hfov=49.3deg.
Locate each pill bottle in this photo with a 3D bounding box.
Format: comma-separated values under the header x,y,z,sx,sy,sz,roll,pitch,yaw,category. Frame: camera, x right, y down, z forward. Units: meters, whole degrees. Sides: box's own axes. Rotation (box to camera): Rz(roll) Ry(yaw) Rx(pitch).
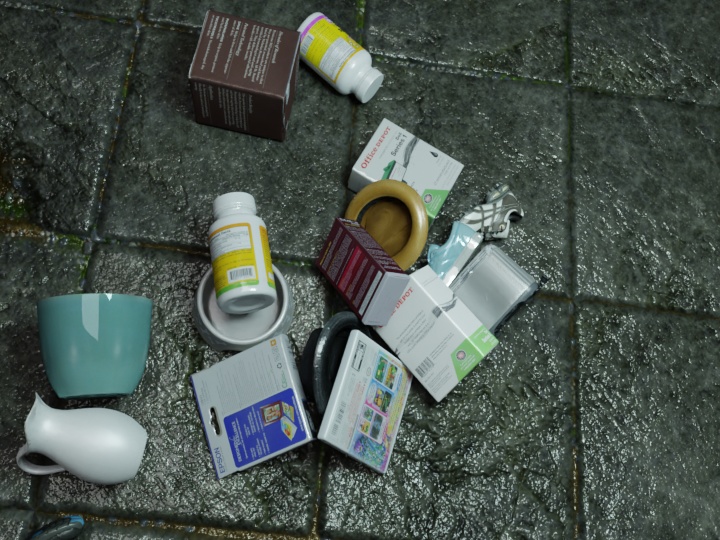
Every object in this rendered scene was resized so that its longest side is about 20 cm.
x,y,z,sx,sy,sz,roll,pitch,yaw,category
-0.221,-0.034,1.440,0.108,0.111,0.205,-8,70,-10,pill bottle
-0.046,-0.452,1.682,0.199,0.105,0.104,42,70,8,pill bottle

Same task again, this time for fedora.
x,y,z,sx,sy,sz,roll,pitch,yaw,category
-0.055,0.176,1.435,0.090,0.200,0.205,1,62,36,fedora
0.059,-0.081,1.547,0.197,0.081,0.207,1,92,33,fedora

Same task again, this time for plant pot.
x,y,z,sx,sy,sz,roll,pitch,yaw,category
-0.462,0.138,1.369,0.195,0.201,0.166,-2,79,-8,plant pot

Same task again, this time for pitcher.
x,y,z,sx,sy,sz,roll,pitch,yaw,category
-0.481,0.307,1.345,0.196,0.173,0.123,20,37,-18,pitcher

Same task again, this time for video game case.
x,y,z,sx,sy,sz,roll,pitch,yaw,category
0.014,0.239,1.419,0.181,0.023,0.204,38,61,-40,video game case

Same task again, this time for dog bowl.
x,y,z,sx,sy,sz,roll,pitch,yaw,category
-0.223,0.061,1.496,0.194,0.059,0.205,2,69,-6,dog bowl

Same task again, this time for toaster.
x,y,z,sx,sy,sz,roll,pitch,yaw,category
0.254,0.042,1.512,0.129,0.113,0.201,44,100,14,toaster

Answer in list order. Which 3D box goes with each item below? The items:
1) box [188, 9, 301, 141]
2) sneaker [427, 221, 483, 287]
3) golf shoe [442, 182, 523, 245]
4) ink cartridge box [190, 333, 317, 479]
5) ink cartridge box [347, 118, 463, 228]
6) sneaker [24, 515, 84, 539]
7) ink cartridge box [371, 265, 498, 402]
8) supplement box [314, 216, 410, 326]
x,y,z,sx,sy,sz,roll,pitch,yaw,category
-0.233,-0.394,1.604,0.195,0.166,0.168,12,68,-3,box
0.156,-0.006,1.546,0.081,0.074,0.202,36,89,12,sneaker
0.255,-0.093,1.604,0.199,0.078,0.095,-39,79,-17,golf shoe
-0.194,0.247,1.424,0.196,0.047,0.202,-24,72,16,ink cartridge box
0.091,-0.195,1.615,0.197,0.085,0.148,30,68,4,ink cartridge box
-0.542,0.485,1.302,0.198,0.073,0.083,-32,93,-11,sneaker
0.135,0.116,1.466,0.201,0.146,0.084,48,33,11,ink cartridge box
0.000,0.000,1.473,0.060,0.110,0.200,7,30,-41,supplement box
